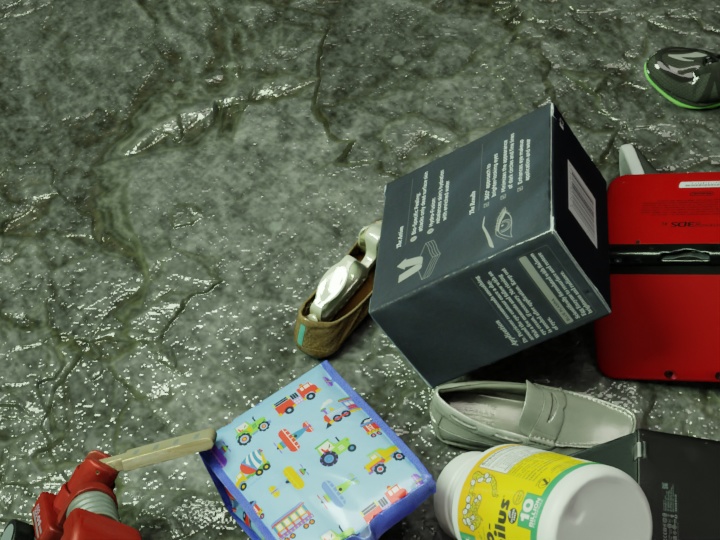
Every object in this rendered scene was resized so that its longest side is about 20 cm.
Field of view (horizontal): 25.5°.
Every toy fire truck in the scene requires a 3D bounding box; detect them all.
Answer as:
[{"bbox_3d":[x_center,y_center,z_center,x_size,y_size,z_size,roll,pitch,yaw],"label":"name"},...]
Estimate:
[{"bbox_3d":[-0.217,0.220,1.392,0.201,0.128,0.176,-61,22,9],"label":"toy fire truck"}]

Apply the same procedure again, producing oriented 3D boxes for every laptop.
[{"bbox_3d":[0.255,0.250,1.395,0.198,0.116,0.189,8,59,-4],"label":"laptop"}]

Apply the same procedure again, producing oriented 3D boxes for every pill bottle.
[{"bbox_3d":[0.148,0.210,1.364,0.113,0.113,0.200,-43,21,-20],"label":"pill bottle"}]

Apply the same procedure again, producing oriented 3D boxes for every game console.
[{"bbox_3d":[0.327,0.003,1.515,0.198,0.119,0.173,0,45,27],"label":"game console"}]

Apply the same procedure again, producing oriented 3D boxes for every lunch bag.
[{"bbox_3d":[-0.034,0.191,1.421,0.150,0.095,0.200,-32,33,-14],"label":"lunch bag"}]

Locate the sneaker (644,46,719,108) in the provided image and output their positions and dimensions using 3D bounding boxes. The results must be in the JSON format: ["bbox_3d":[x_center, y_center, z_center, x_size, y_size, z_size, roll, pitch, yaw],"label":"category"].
[{"bbox_3d":[0.401,-0.211,1.681,0.198,0.084,0.077,11,57,15],"label":"sneaker"}]

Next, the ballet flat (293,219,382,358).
[{"bbox_3d":[0.000,0.000,1.601,0.068,0.073,0.200,32,65,26],"label":"ballet flat"}]

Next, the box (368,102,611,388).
[{"bbox_3d":[0.125,-0.024,1.502,0.199,0.118,0.198,-24,33,25],"label":"box"}]

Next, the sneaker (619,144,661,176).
[{"bbox_3d":[0.333,-0.052,1.593,0.098,0.071,0.201,-20,62,-5],"label":"sneaker"}]

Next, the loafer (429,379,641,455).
[{"bbox_3d":[0.163,0.139,1.484,0.198,0.070,0.070,2,56,10],"label":"loafer"}]
